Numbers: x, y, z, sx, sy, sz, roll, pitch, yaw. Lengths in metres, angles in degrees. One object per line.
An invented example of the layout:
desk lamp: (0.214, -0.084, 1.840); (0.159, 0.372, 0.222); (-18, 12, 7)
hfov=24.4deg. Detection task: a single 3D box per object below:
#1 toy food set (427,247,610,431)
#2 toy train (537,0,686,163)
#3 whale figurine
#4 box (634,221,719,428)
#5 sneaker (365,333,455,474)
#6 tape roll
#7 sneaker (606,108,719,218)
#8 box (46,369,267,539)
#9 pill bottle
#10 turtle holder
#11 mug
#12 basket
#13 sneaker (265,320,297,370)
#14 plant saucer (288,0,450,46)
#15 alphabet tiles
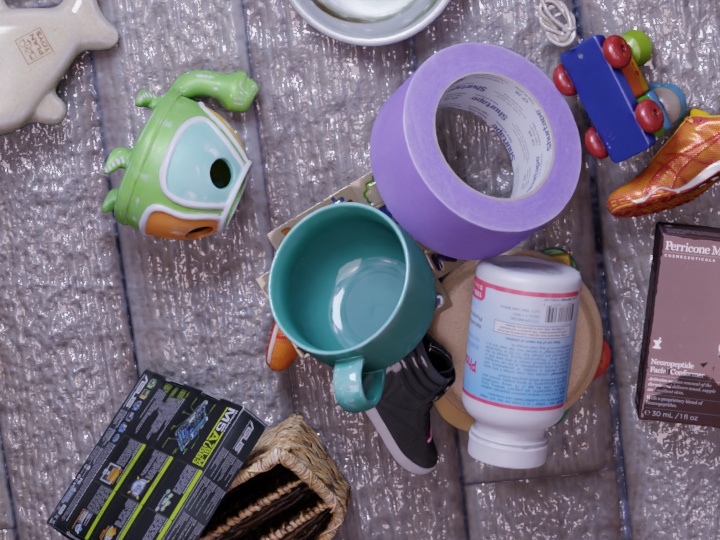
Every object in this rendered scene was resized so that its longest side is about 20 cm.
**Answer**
toy food set: (0.164, 0.074, 1.770); (0.196, 0.049, 0.202); (-8, 100, 7)
toy train: (0.251, -0.218, 1.675); (0.084, 0.115, 0.201); (-26, 92, 43)
whale figurine: (-0.355, -0.224, 1.751); (0.199, 0.104, 0.160); (-33, 98, -14)
box: (0.347, 0.057, 1.737); (0.099, 0.075, 0.202); (5, 100, 5)
sneaker: (0.065, 0.139, 1.745); (0.098, 0.071, 0.201); (-21, 132, 13)
tape roll: (0.115, -0.118, 1.661); (0.198, 0.085, 0.202); (8, 69, -22)
sneaker: (0.338, -0.118, 1.714); (0.199, 0.073, 0.078); (-30, 75, 7)
box: (-0.214, 0.213, 1.737); (0.048, 0.192, 0.201); (45, 70, -39)
pill bottle: (0.160, 0.092, 1.694); (0.107, 0.109, 0.202); (7, 101, 4)
turtle holder: (-0.179, -0.114, 1.735); (0.131, 0.186, 0.142); (23, 135, 1)
mug: (-0.008, 0.037, 1.647); (0.151, 0.114, 0.186); (24, 84, 27)
basket: (-0.115, 0.273, 1.787); (0.199, 0.149, 0.143); (-32, 97, 10)
sneaker: (-0.035, 0.027, 1.760); (0.077, 0.073, 0.201); (33, 103, 1)
plant saucer: (0.011, -0.332, 1.703); (0.198, 0.050, 0.202); (1, 102, 6)
alphabet tiles: (0.000, 0.000, 1.723); (0.199, 0.006, 0.167); (-31, 102, -1)
